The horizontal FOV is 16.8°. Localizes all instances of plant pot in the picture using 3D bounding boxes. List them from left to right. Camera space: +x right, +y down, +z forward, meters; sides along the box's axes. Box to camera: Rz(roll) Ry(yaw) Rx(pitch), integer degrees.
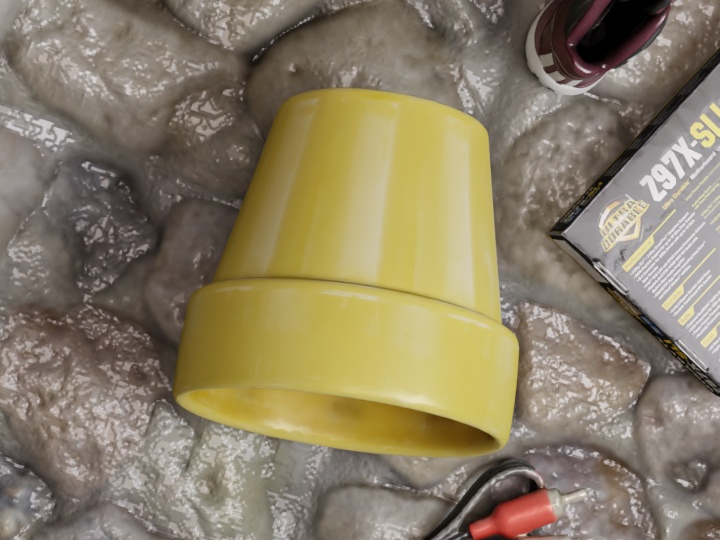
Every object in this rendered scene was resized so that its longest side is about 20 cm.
[{"bbox_3d":[0.000,0.000,1.444,0.200,0.201,0.189,10,78,-9],"label":"plant pot"}]

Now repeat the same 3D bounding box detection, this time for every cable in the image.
[{"bbox_3d":[0.054,0.180,1.528,0.200,0.050,0.097,-13,95,-9],"label":"cable"}]

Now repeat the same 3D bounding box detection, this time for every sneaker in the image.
[{"bbox_3d":[0.185,-0.189,1.487,0.076,0.116,0.200,35,89,-9],"label":"sneaker"}]

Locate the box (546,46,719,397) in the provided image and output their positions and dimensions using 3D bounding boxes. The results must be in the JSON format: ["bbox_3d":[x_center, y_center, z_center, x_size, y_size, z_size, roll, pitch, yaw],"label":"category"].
[{"bbox_3d":[0.244,-0.042,1.542,0.160,0.049,0.200,43,88,-7],"label":"box"}]
